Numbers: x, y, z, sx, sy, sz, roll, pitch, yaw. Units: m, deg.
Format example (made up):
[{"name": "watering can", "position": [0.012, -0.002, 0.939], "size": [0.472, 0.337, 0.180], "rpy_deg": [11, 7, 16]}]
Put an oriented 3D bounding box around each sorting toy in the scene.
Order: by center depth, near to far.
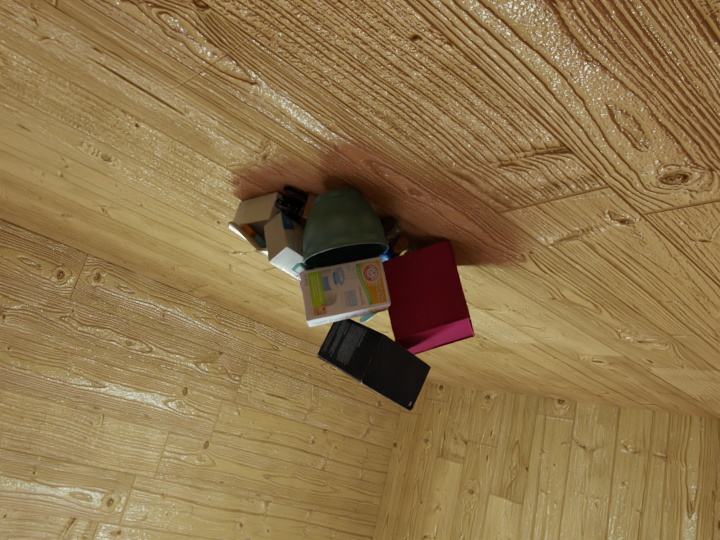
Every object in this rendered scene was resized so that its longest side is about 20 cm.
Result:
[{"name": "sorting toy", "position": [-0.236, -0.055, 1.381], "size": [0.198, 0.037, 0.184], "rpy_deg": [33, 176, 43]}]

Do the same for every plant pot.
[{"name": "plant pot", "position": [-0.041, -0.098, 1.186], "size": [0.192, 0.140, 0.201], "rpy_deg": [-10, 169, -2]}]

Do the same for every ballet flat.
[{"name": "ballet flat", "position": [0.020, -0.097, 1.322], "size": [0.194, 0.070, 0.046], "rpy_deg": [-5, 154, 37]}]

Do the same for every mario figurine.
[{"name": "mario figurine", "position": [0.077, -0.054, 1.421], "size": [0.103, 0.126, 0.201], "rpy_deg": [-23, 162, -16]}]

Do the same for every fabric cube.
[{"name": "fabric cube", "position": [0.172, 0.077, 1.359], "size": [0.193, 0.206, 0.197], "rpy_deg": [-17, 156, 10]}]

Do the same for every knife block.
[{"name": "knife block", "position": [-0.107, -0.143, 1.289], "size": [0.194, 0.066, 0.175], "rpy_deg": [5, 160, 36]}]

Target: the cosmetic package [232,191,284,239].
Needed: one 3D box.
[{"name": "cosmetic package", "position": [-0.245, -0.136, 1.416], "size": [0.111, 0.084, 0.196], "rpy_deg": [30, 160, -36]}]

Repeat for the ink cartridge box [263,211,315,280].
[{"name": "ink cartridge box", "position": [-0.142, -0.041, 1.307], "size": [0.066, 0.119, 0.198], "rpy_deg": [-34, 139, 21]}]

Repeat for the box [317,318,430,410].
[{"name": "box", "position": [0.032, 0.224, 1.305], "size": [0.198, 0.127, 0.194], "rpy_deg": [36, 170, -37]}]

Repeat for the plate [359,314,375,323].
[{"name": "plate", "position": [0.064, 0.088, 1.677], "size": [0.026, 0.200, 0.199], "rpy_deg": [47, 157, -7]}]

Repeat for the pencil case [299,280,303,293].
[{"name": "pencil case", "position": [-0.137, 0.016, 1.496], "size": [0.081, 0.088, 0.200], "rpy_deg": [-20, -166, -5]}]

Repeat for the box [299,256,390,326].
[{"name": "box", "position": [-0.036, 0.050, 1.232], "size": [0.192, 0.117, 0.102], "rpy_deg": [-10, 168, -5]}]
